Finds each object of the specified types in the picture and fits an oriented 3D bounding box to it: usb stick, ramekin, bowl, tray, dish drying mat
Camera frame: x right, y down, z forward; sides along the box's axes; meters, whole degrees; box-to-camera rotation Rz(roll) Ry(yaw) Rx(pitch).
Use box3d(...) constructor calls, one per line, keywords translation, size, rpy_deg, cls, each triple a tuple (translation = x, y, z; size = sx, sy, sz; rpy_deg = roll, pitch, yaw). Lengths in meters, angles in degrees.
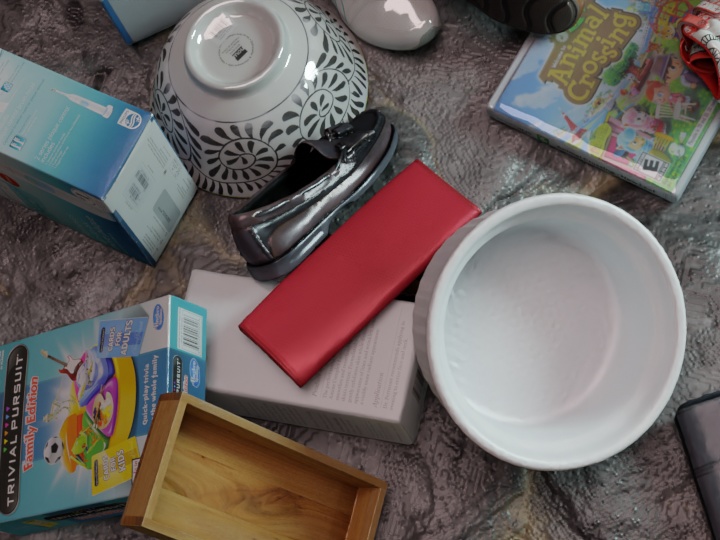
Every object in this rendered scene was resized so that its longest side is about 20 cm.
box3d(translation=(0.287, 0.187, 1.161), size=(0.055, 0.033, 0.202), rpy_deg=(-15, 68, 3), cls="usb stick")
box3d(translation=(0.134, 0.043, 1.170), size=(0.199, 0.098, 0.202), rpy_deg=(-1, 93, -13), cls="ramekin")
box3d(translation=(-0.097, -0.173, 1.337), size=(0.199, 0.094, 0.202), rpy_deg=(-3, 68, 8), cls="bowl")
box3d(translation=(-0.075, 0.173, 1.157), size=(0.037, 0.199, 0.099), rpy_deg=(-9, 59, 51), cls="tray")
box3d(translation=(0.000, 0.000, 1.219), size=(0.200, 0.018, 0.077), rpy_deg=(-43, 63, -13), cls="dish drying mat")

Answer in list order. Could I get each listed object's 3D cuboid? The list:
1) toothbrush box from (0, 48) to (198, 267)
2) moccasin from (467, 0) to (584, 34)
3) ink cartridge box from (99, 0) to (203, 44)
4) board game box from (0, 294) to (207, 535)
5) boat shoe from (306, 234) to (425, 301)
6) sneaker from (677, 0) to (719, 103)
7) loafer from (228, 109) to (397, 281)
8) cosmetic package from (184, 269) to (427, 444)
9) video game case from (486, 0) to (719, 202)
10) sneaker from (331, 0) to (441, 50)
box3d(translation=(-0.255, -0.101, 1.309), size=(0.199, 0.147, 0.086), rpy_deg=(25, 75, 17), cls="toothbrush box")
box3d(translation=(0.103, -0.268, 1.329), size=(0.200, 0.074, 0.078), rpy_deg=(28, 43, 16), cls="moccasin")
box3d(translation=(-0.198, -0.342, 1.388), size=(0.145, 0.147, 0.201), rpy_deg=(-25, 64, 1), cls="ink cartridge box")
box3d(translation=(-0.211, 0.117, 1.225), size=(0.199, 0.047, 0.152), rpy_deg=(-16, 64, 33), cls="board game box")
box3d(translation=(0.041, -0.011, 1.262), size=(0.198, 0.068, 0.073), rpy_deg=(-2, 69, 10), cls="boat shoe")
box3d(translation=(0.306, -0.231, 1.278), size=(0.107, 0.067, 0.203), rpy_deg=(-14, 69, 1), cls="sneaker")
box3d(translation=(-0.037, -0.077, 1.267), size=(0.072, 0.063, 0.200), rpy_deg=(-6, 36, 45), cls="loafer")
box3d(translation=(-0.046, 0.069, 1.246), size=(0.198, 0.074, 0.102), rpy_deg=(9, 71, 16), cls="cosmetic package")
box3d(translation=(0.232, -0.179, 1.318), size=(0.181, 0.022, 0.201), rpy_deg=(27, 76, 19), cls="video game case")
box3d(translation=(-0.009, -0.269, 1.367), size=(0.070, 0.080, 0.200), rpy_deg=(-42, 69, -9), cls="sneaker")
